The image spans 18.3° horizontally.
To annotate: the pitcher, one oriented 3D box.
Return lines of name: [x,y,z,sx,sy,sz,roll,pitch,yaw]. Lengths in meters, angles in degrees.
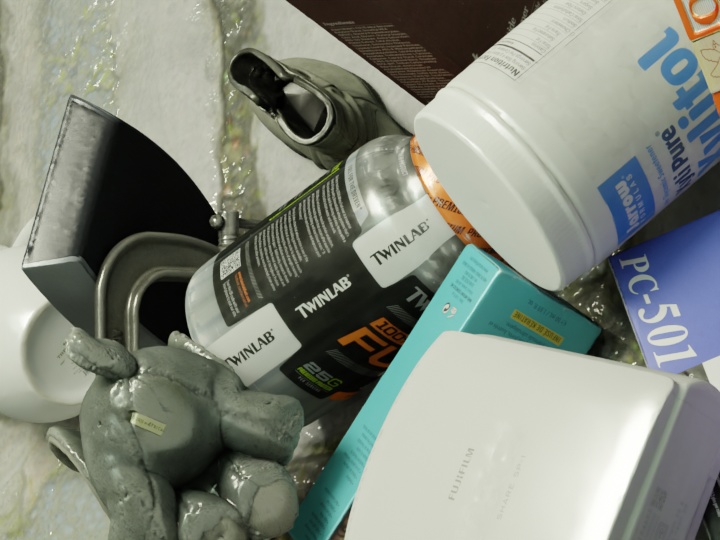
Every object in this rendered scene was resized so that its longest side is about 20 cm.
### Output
pitcher: [-0.228,0.020,1.597,0.172,0.121,0.200,-51,29,-14]

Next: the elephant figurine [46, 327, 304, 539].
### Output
elephant figurine: [-0.116,0.111,1.328,0.200,0.141,0.156,179,93,-76]

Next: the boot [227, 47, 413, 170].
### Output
boot: [-0.040,-0.115,1.468,0.068,0.130,0.200,-56,42,2]

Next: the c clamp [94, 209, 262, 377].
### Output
c clamp: [-0.101,0.054,1.439,0.027,0.170,0.201,-5,79,45]

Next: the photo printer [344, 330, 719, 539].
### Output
photo printer: [0.080,0.119,1.167,0.199,0.069,0.167,12,75,48]

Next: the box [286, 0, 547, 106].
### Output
box: [0.047,-0.168,1.364,0.075,0.200,0.101,2,69,44]

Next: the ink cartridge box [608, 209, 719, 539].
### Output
ink cartridge box: [0.205,0.060,1.182,0.094,0.044,0.201,-24,50,10]

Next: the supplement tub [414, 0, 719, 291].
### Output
supplement tub: [0.144,-0.098,1.244,0.200,0.132,0.132,-41,41,-10]

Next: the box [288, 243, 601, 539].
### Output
box: [0.047,0.092,1.292,0.201,0.082,0.049,-58,27,5]

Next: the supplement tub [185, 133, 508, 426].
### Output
supplement tub: [0.000,0.000,1.372,0.200,0.122,0.123,-36,47,25]

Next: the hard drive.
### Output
hard drive: [-0.149,-0.017,1.478,0.042,0.200,0.136,5,69,23]

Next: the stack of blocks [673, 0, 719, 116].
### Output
stack of blocks: [0.251,-0.074,1.134,0.115,0.058,0.201,-20,94,43]
